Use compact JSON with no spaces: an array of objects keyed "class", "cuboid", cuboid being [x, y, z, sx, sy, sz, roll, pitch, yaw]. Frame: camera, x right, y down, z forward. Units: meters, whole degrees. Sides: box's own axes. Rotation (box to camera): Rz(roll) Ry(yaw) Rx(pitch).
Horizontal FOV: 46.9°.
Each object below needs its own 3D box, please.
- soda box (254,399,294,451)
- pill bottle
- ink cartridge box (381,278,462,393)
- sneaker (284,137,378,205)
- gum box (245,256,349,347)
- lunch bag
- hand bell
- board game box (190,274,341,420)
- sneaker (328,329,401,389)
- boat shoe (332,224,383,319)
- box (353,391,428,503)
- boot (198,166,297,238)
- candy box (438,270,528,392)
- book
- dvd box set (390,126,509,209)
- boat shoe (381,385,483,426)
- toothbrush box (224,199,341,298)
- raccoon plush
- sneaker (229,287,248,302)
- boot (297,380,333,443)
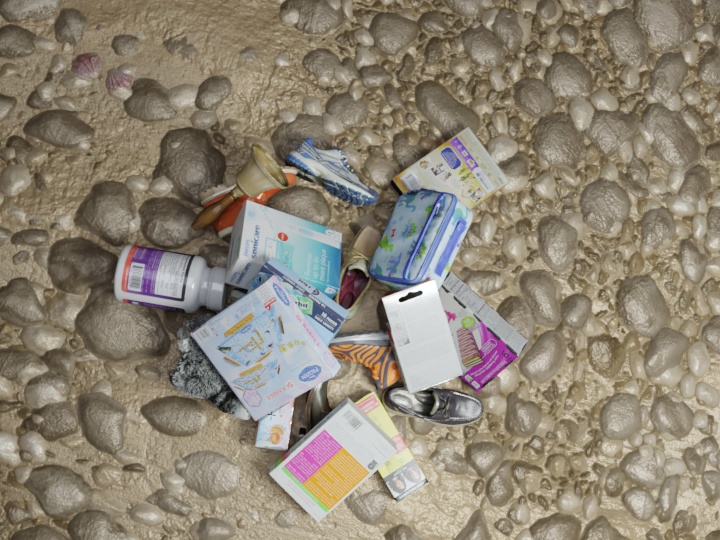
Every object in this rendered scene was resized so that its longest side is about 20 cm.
[{"class":"soda box","cuboid":[-0.154,0.237,1.569,0.063,0.068,0.201,8,78,-2]},{"class":"pill bottle","cuboid":[-0.354,0.020,1.573,0.199,0.111,0.112,10,79,-3]},{"class":"ink cartridge box","cuboid":[0.109,0.116,1.529,0.109,0.050,0.201,-19,108,-6]},{"class":"sneaker","cuboid":[-0.046,-0.203,1.658,0.200,0.077,0.085,29,75,1]},{"class":"gum box","cuboid":[-0.140,0.104,1.479,0.170,0.045,0.200,36,120,5]},{"class":"lunch bag","cuboid":[0.114,-0.055,1.566,0.082,0.161,0.200,34,78,-38]},{"class":"hand bell","cuboid":[-0.245,-0.141,1.574,0.200,0.104,0.104,-36,83,13]},{"class":"board game box","cuboid":[-0.168,0.139,1.455,0.200,0.041,0.200,-32,97,29]},{"class":"sneaker","cuboid":[0.007,0.174,1.590,0.199,0.078,0.112,-4,92,7]},{"class":"boat shoe","cuboid":[0.000,0.000,1.625,0.074,0.066,0.201,18,79,-1]},{"class":"box","cuboid":[0.047,0.333,1.575,0.075,0.050,0.200,-29,82,-8]},{"class":"boot","cuboid":[-0.207,-0.136,1.638,0.199,0.075,0.108,-23,85,1]},{"class":"candy box","cuboid":[0.198,0.118,1.582,0.200,0.136,0.061,43,39,5]},{"class":"book","cuboid":[-0.050,0.345,1.515,0.200,0.048,0.134,-42,103,9]},{"class":"dvd box set","cuboid":[0.183,-0.180,1.690,0.200,0.029,0.146,-36,84,-10]},{"class":"boat shoe","cuboid":[0.141,0.257,1.588,0.199,0.065,0.072,11,78,-2]},{"class":"toothbrush box","cuboid":[-0.142,-0.026,1.553,0.199,0.085,0.147,18,47,-18]},{"class":"raccoon plush","cuboid":[-0.261,0.168,1.534,0.200,0.097,0.134,24,108,5]},{"class":"sneaker","cuboid":[-0.149,0.054,1.607,0.199,0.075,0.085,18,72,-7]},{"class":"boot","cuboid":[-0.059,0.269,1.557,0.097,0.075,0.201,12,101,-3]}]
